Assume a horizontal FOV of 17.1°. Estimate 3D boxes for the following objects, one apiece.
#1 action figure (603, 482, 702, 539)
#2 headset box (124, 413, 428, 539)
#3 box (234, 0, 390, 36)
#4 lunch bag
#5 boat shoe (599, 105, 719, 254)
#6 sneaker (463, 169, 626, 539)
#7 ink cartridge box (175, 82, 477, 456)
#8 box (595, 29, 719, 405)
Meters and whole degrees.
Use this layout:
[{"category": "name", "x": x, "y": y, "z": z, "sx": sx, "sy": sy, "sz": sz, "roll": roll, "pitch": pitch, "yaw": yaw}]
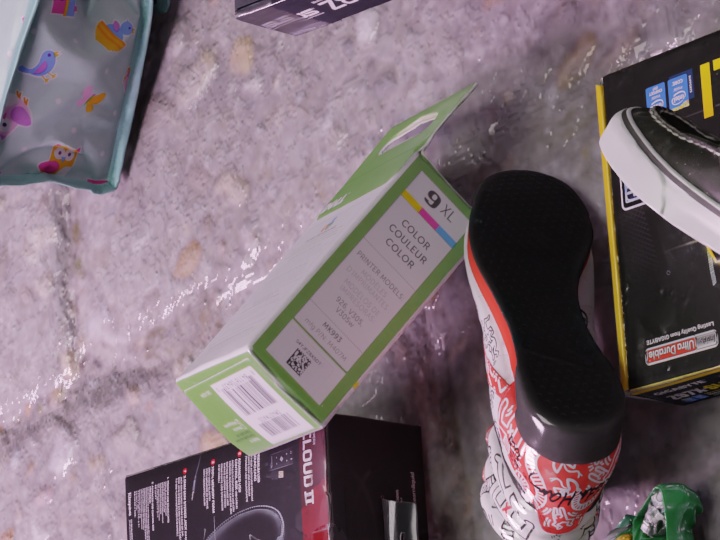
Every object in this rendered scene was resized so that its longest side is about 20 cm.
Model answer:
[{"category": "action figure", "x": 0.112, "y": 0.191, "z": 1.144, "sx": 0.118, "sy": 0.054, "sz": 0.201, "roll": 35, "pitch": 104, "yaw": 49}, {"category": "headset box", "x": -0.040, "y": 0.168, "z": 1.301, "sx": 0.199, "sy": 0.077, "sz": 0.150, "roll": -21, "pitch": 67, "yaw": 44}, {"category": "box", "x": 0.005, "y": -0.232, "z": 1.177, "sx": 0.161, "sy": 0.049, "sz": 0.202, "roll": -14, "pitch": 71, "yaw": 49}, {"category": "lunch bag", "x": -0.212, "y": -0.170, "z": 1.537, "sx": 0.170, "sy": 0.121, "sz": 0.202, "roll": 30, "pitch": 110, "yaw": 48}, {"category": "boat shoe", "x": 0.186, "y": -0.029, "z": 1.023, "sx": 0.200, "sy": 0.070, "sz": 0.064, "roll": 39, "pitch": 113, "yaw": 37}, {"category": "sneaker", "x": 0.083, "y": 0.048, "z": 1.189, "sx": 0.202, "sy": 0.067, "sz": 0.109, "roll": -99, "pitch": 13, "yaw": -49}, {"category": "ink cartridge box", "x": 0.000, "y": 0.000, "z": 1.253, "sx": 0.200, "sy": 0.059, "sz": 0.104, "roll": -50, "pitch": 11, "yaw": -25}, {"category": "box", "x": 0.199, "y": -0.037, "z": 1.093, "sx": 0.199, "sy": 0.049, "sz": 0.161, "roll": -19, "pitch": 67, "yaw": 46}]
